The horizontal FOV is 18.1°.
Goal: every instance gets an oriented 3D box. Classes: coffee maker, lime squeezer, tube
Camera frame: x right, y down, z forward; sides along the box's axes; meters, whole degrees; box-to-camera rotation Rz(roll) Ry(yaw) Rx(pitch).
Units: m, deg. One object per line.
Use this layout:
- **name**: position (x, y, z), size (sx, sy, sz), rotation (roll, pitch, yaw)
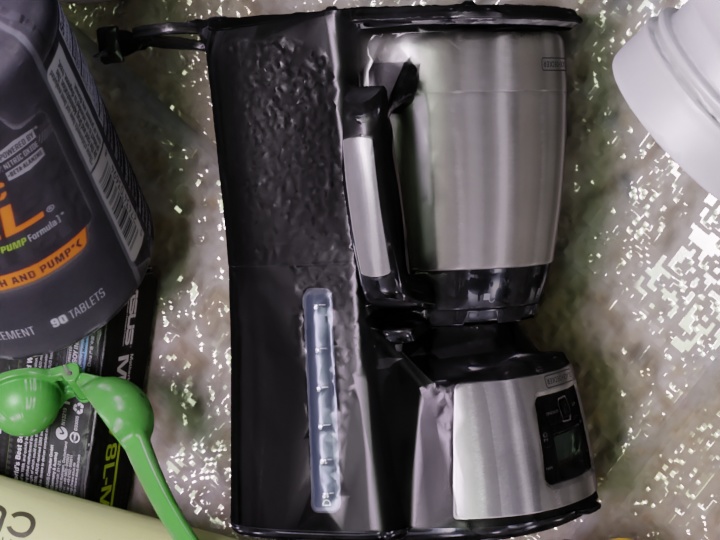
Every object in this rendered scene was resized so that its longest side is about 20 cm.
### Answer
- **coffee maker**: position (0.000, 0.000, 0.884), size (0.192, 0.134, 0.201), rotation (2, 95, 49)
- **lime squeezer**: position (-0.129, 0.072, 0.934), size (0.199, 0.038, 0.071), rotation (16, 81, 23)
- **tube**: position (-0.143, 0.119, 0.947), size (0.199, 0.052, 0.058), rotation (11, 60, 22)

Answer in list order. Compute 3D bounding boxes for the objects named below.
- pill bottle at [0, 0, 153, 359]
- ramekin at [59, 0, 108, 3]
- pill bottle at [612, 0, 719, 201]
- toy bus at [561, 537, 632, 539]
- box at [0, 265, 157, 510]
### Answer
- **pill bottle**: position (-0.156, -0.063, 0.878), size (0.106, 0.200, 0.107), rotation (-7, 51, 9)
- **ramekin**: position (-0.135, -0.212, 0.918), size (0.199, 0.105, 0.201), rotation (0, 90, 24)
- **pill bottle**: position (0.184, -0.113, 0.781), size (0.200, 0.109, 0.109), rotation (-45, 76, 22)
- **toy bus**: position (0.020, 0.203, 0.876), size (0.192, 0.199, 0.136), rotation (-32, 83, 58)
- **box**: position (-0.194, 0.077, 1.015), size (0.192, 0.047, 0.201), rotation (12, 100, 25)
